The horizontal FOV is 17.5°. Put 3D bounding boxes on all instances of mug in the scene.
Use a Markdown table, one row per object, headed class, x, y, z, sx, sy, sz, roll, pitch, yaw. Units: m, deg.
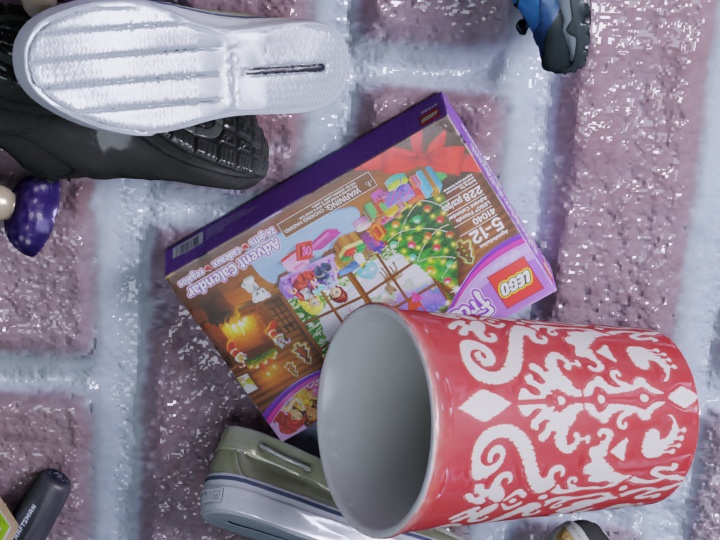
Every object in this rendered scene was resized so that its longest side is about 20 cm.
| class | x | y | z | sx | sy | sz | roll | pitch | yaw |
| --- | --- | --- | --- | --- | --- | --- | --- | --- | --- |
| mug | 0.081 | 0.082 | 1.401 | 0.198 | 0.177 | 0.135 | 1 | 101 | -30 |

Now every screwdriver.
| class | x | y | z | sx | sy | sz | roll | pitch | yaw |
| --- | --- | --- | --- | --- | --- | --- | --- | --- | --- |
| screwdriver | -0.244 | 0.207 | 1.506 | 0.029 | 0.028 | 0.201 | 30 | 109 | -17 |

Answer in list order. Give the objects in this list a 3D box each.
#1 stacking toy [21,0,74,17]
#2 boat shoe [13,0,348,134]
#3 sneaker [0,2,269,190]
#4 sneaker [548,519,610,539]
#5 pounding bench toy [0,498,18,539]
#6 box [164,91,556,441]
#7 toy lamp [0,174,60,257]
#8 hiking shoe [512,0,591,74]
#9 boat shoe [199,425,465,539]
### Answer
| class | x | y | z | sx | sy | sz | roll | pitch | yaw |
| --- | --- | --- | --- | --- | --- | --- | --- | --- | --- |
| stacking toy | -0.092 | -0.191 | 1.293 | 0.198 | 0.086 | 0.086 | -6 | 117 | -5 |
| boat shoe | -0.103 | -0.112 | 1.287 | 0.199 | 0.062 | 0.073 | 0 | 97 | -32 |
| sneaker | -0.149 | -0.087 | 1.350 | 0.199 | 0.076 | 0.091 | 20 | 136 | -18 |
| sneaker | 0.198 | 0.221 | 1.525 | 0.087 | 0.076 | 0.200 | -38 | 117 | -2 |
| pounding bench toy | -0.318 | 0.177 | 1.383 | 0.155 | 0.200 | 0.125 | -30 | 103 | 11 |
| box | 0.000 | 0.000 | 1.411 | 0.199 | 0.039 | 0.137 | -30 | 115 | 11 |
| toy lamp | -0.271 | -0.060 | 1.336 | 0.199 | 0.058 | 0.059 | 16 | 115 | -25 |
| hiking shoe | 0.073 | -0.200 | 1.305 | 0.086 | 0.074 | 0.201 | -16 | 107 | 13 |
| boat shoe | -0.006 | 0.152 | 1.473 | 0.199 | 0.072 | 0.063 | 22 | 70 | -25 |
